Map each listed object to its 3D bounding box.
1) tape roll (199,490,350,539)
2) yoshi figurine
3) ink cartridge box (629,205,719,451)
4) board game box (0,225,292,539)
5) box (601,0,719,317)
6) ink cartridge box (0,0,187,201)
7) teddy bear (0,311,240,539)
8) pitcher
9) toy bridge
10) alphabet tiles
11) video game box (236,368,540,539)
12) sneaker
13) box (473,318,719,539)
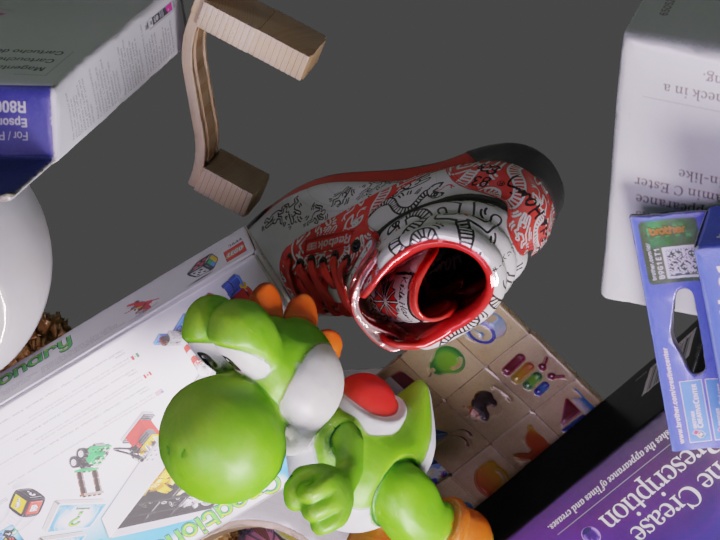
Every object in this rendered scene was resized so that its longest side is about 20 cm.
[{"bbox_3d":[-0.055,0.184,1.321,0.202,0.037,0.204,-1,83,6],"label":"tape roll"},{"bbox_3d":[-0.030,0.097,1.208,0.112,0.112,0.200,-27,128,22],"label":"yoshi figurine"},{"bbox_3d":[0.208,0.030,0.997,0.199,0.042,0.120,-1,120,22],"label":"ink cartridge box"},{"bbox_3d":[-0.109,0.081,1.270,0.199,0.035,0.127,-31,118,2],"label":"board game box"},{"bbox_3d":[0.224,-0.069,1.077,0.198,0.200,0.131,11,123,15],"label":"box"},{"bbox_3d":[-0.213,-0.093,1.247,0.195,0.200,0.044,2,115,22],"label":"ink cartridge box"},{"bbox_3d":[-0.157,0.106,1.409,0.145,0.067,0.200,-37,84,41],"label":"teddy bear"},{"bbox_3d":[-0.215,0.004,1.295,0.121,0.200,0.172,-9,114,-3],"label":"pitcher"},{"bbox_3d":[-0.052,-0.121,1.269,0.067,0.027,0.201,28,127,6],"label":"toy bridge"},{"bbox_3d":[0.082,0.120,1.325,0.200,0.008,0.167,43,125,-8],"label":"alphabet tiles"},{"bbox_3d":[0.024,0.140,1.392,0.199,0.047,0.183,-4,121,25],"label":"video game box"},{"bbox_3d":[0.000,-0.001,1.273,0.201,0.108,0.067,-16,114,30],"label":"sneaker"},{"bbox_3d":[0.152,0.140,1.259,0.141,0.079,0.200,39,124,-10],"label":"box"}]
